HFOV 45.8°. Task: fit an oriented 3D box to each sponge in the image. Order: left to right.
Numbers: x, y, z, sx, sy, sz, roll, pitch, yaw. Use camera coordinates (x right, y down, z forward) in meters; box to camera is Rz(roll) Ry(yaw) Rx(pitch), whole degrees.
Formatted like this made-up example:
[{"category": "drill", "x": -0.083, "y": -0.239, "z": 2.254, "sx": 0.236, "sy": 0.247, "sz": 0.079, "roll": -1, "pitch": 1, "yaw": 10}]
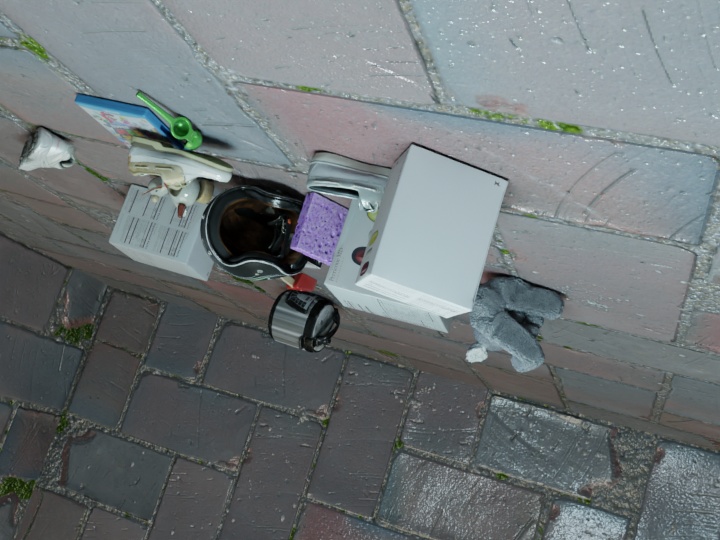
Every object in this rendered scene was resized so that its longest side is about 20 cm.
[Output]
[{"category": "sponge", "x": -0.034, "y": -0.059, "z": 1.629, "sx": 0.200, "sy": 0.112, "sz": 0.030, "roll": 25, "pitch": 167, "yaw": -34}]

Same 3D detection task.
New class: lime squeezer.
[{"category": "lime squeezer", "x": -0.301, "y": -0.238, "z": 1.418, "sx": 0.071, "sy": 0.038, "sz": 0.200, "roll": 47, "pitch": 178, "yaw": 19}]

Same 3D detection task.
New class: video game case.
[{"category": "video game case", "x": -0.395, "y": -0.249, "z": 1.516, "sx": 0.143, "sy": 0.018, "sz": 0.200, "roll": 15, "pitch": 168, "yaw": 17}]

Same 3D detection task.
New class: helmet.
[{"category": "helmet", "x": -0.206, "y": -0.072, "z": 1.646, "sx": 0.190, "sy": 0.201, "sz": 0.200, "roll": 8, "pitch": 165, "yaw": 25}]

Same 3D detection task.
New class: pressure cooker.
[{"category": "pressure cooker", "x": -0.166, "y": 0.162, "z": 2.671, "sx": 0.200, "sy": 0.176, "sz": 0.179, "roll": 17, "pitch": 172, "yaw": 21}]

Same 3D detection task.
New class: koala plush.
[{"category": "koala plush", "x": 0.293, "y": 0.111, "z": 1.789, "sx": 0.183, "sy": 0.178, "sz": 0.200, "roll": 28, "pitch": 162, "yaw": -2}]

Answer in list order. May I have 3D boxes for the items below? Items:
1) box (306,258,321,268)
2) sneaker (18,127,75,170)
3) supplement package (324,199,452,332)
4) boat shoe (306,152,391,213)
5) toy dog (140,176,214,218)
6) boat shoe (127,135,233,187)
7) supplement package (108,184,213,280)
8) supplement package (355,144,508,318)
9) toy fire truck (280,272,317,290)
[{"category": "box", "x": -0.183, "y": -0.069, "z": 1.922, "sx": 0.116, "sy": 0.060, "sz": 0.200, "roll": 7, "pitch": 164, "yaw": 40}, {"category": "sneaker", "x": -0.660, "y": -0.240, "z": 1.807, "sx": 0.099, "sy": 0.078, "sz": 0.200, "roll": 20, "pitch": 169, "yaw": -30}, {"category": "supplement package", "x": 0.073, "y": -0.021, "z": 1.453, "sx": 0.199, "sy": 0.192, "sz": 0.147, "roll": 13, "pitch": 167, "yaw": 16}, {"category": "boat shoe", "x": 0.010, "y": -0.127, "z": 1.353, "sx": 0.200, "sy": 0.072, "sz": 0.070, "roll": 16, "pitch": 168, "yaw": 7}, {"category": "toy dog", "x": -0.382, "y": -0.150, "z": 1.754, "sx": 0.132, "sy": 0.097, "sz": 0.200, "roll": 21, "pitch": 168, "yaw": -15}, {"category": "boat shoe", "x": -0.311, "y": -0.176, "z": 1.472, "sx": 0.200, "sy": 0.069, "sz": 0.075, "roll": 18, "pitch": -172, "yaw": 20}, {"category": "supplement package", "x": -0.447, "y": -0.087, "z": 1.999, "sx": 0.199, "sy": 0.151, "sz": 0.152, "roll": 15, "pitch": 167, "yaw": 12}, {"category": "supplement package", "x": 0.101, "y": -0.054, "z": 1.240, "sx": 0.155, "sy": 0.201, "sz": 0.111, "roll": 20, "pitch": 168, "yaw": -9}, {"category": "toy fire truck", "x": -0.171, "y": -0.049, "z": 1.798, "sx": 0.200, "sy": 0.141, "sz": 0.049, "roll": 24, "pitch": 166, "yaw": -31}]
